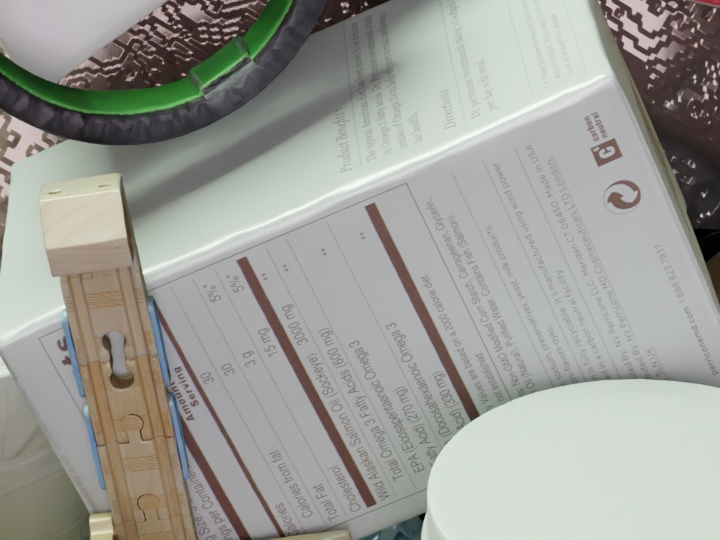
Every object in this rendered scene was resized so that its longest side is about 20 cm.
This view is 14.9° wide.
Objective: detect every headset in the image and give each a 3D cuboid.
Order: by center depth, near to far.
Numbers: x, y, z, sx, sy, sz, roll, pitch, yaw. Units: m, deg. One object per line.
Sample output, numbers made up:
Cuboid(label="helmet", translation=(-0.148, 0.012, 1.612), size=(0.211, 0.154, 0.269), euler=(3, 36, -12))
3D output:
Cuboid(label="headset", translation=(-0.092, -0.131, 0.789), size=(0.123, 0.094, 0.200), euler=(-36, 117, 0))

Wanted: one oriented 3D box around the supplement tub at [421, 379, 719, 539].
Cuboid(label="supplement tub", translation=(0.081, 0.147, 0.806), size=(0.144, 0.144, 0.200), euler=(-3, 118, -3))

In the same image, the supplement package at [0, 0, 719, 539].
Cuboid(label="supplement package", translation=(0.000, 0.000, 0.861), size=(0.200, 0.117, 0.117), euler=(-22, 119, 9))

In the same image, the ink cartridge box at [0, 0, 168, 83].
Cuboid(label="ink cartridge box", translation=(-0.047, -0.154, 0.885), size=(0.200, 0.146, 0.084), euler=(-36, 102, 5))

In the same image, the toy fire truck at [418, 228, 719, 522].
Cuboid(label="toy fire truck", translation=(0.143, 0.106, 0.944), size=(0.176, 0.129, 0.200), euler=(-37, 111, -24))

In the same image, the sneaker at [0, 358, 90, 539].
Cuboid(label="sneaker", translation=(-0.190, 0.042, 0.929), size=(0.199, 0.074, 0.116), euler=(0, 132, -2))

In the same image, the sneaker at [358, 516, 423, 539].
Cuboid(label="sneaker", translation=(0.034, 0.113, 0.980), size=(0.200, 0.082, 0.074), euler=(33, 97, -10))

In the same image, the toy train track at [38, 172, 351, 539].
Cuboid(label="toy train track", translation=(-0.064, 0.067, 0.808), size=(0.114, 0.033, 0.200), euler=(-7, 121, 3))

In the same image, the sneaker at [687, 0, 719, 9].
Cuboid(label="sneaker", translation=(0.095, -0.121, 0.939), size=(0.200, 0.074, 0.087), euler=(-22, 104, 1))
